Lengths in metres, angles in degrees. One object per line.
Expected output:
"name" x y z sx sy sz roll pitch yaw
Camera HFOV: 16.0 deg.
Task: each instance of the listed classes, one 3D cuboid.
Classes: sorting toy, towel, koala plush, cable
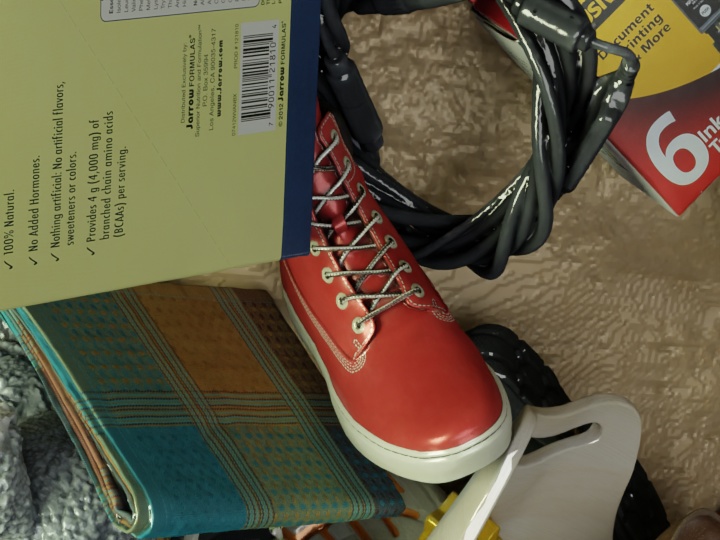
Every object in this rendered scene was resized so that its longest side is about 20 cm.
"sorting toy" 0.071 0.144 1.268 0.200 0.107 0.181 -1 121 -57
"towel" -0.074 0.063 1.208 0.022 0.147 0.200 -45 153 25
"koala plush" -0.150 0.101 1.207 0.184 0.200 0.177 -44 113 1
"cable" 0.034 -0.079 1.239 0.163 0.051 0.200 32 135 0

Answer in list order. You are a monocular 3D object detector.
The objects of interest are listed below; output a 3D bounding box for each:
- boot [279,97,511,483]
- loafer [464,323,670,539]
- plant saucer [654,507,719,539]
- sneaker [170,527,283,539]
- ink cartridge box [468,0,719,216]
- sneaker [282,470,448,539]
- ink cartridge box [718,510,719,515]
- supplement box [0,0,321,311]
"boot" 0.000 0.000 1.204 0.072 0.200 0.145 -25 127 -12
"loafer" 0.098 0.108 1.360 0.070 0.068 0.201 -28 121 26
"plant saucer" 0.161 0.222 1.312 0.036 0.200 0.201 -2 112 25
"sneaker" -0.054 0.161 1.277 0.072 0.082 0.201 65 41 -55
"ink cartridge box" 0.161 -0.163 1.278 0.200 0.084 0.176 -46 112 2
"sneaker" -0.033 0.180 1.341 0.200 0.078 0.077 -37 132 -2
"ink cartridge box" 0.234 0.181 1.425 0.109 0.050 0.200 37 93 -22
"supplement box" -0.135 -0.101 1.143 0.199 0.134 0.201 -10 109 -41
